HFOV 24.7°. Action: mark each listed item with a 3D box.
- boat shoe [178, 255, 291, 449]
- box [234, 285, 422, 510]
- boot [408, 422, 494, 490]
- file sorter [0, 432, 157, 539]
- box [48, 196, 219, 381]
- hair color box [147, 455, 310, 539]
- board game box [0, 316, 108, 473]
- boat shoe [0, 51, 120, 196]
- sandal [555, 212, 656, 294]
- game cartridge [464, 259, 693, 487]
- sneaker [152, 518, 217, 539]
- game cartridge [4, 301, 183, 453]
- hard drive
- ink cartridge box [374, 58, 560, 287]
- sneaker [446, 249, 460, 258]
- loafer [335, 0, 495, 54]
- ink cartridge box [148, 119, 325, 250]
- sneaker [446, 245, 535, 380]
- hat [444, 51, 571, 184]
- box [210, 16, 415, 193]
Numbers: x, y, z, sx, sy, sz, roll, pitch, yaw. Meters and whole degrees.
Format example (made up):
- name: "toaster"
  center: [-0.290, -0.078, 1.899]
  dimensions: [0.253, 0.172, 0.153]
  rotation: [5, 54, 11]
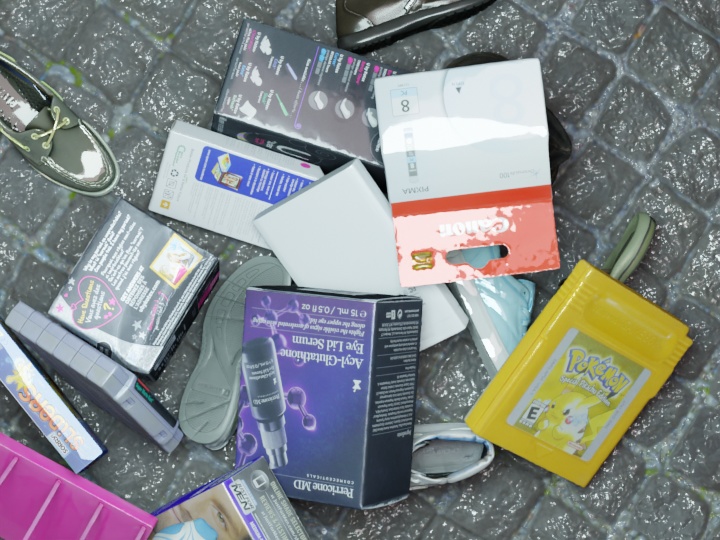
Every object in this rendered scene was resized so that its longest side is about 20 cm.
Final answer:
- name: "boat shoe"
  center: [-0.123, 0.083, 1.666]
  dimensions: [0.074, 0.065, 0.203]
  rotation: [16, 78, 15]
- name: "box"
  center: [-0.031, 0.119, 1.584]
  dimensions: [0.147, 0.104, 0.201]
  rotation: [4, 92, 28]
- name: "boot"
  center: [0.035, 0.187, 1.649]
  dimensions: [0.199, 0.096, 0.074]
  rotation: [-10, 86, -7]
- name: "file sorter"
  center: [-0.323, 0.268, 1.562]
  dimensions: [0.199, 0.139, 0.126]
  rotation: [29, 44, -3]
- name: "box"
  center: [-0.217, 0.023, 1.586]
  dimensions: [0.114, 0.200, 0.132]
  rotation: [31, 82, -1]
- name: "hair color box"
  center: [-0.140, 0.263, 1.576]
  dimensions: [0.065, 0.200, 0.110]
  rotation: [-28, 88, -46]
- name: "board game box"
  center: [-0.322, 0.109, 1.601]
  dimensions: [0.034, 0.135, 0.200]
  rotation: [-39, 89, -8]
- name: "boat shoe"
  center: [-0.328, -0.150, 1.659]
  dimensions: [0.202, 0.060, 0.072]
  rotation: [41, 83, -1]
- name: "sandal"
  center: [0.234, 0.018, 1.696]
  dimensions: [0.057, 0.080, 0.201]
  rotation: [35, 73, -7]
- name: "game cartridge"
  center: [0.222, 0.107, 1.638]
  dimensions: [0.176, 0.032, 0.200]
  rotation: [28, 103, -36]
- name: "sneaker"
  center: [-0.174, 0.287, 1.534]
  dimensions: [0.072, 0.200, 0.072]
  rotation: [-37, 80, -30]
- name: "game cartridge"
  center: [-0.246, 0.104, 1.559]
  dimensions: [0.129, 0.200, 0.038]
  rotation: [26, 74, 21]
- name: "hard drive"
  center: [0.000, 0.000, 1.640]
  dimensions: [0.132, 0.027, 0.200]
  rotation: [-27, 106, 29]
- name: "ink cartridge box"
  center: [0.102, -0.093, 1.569]
  dimensions: [0.159, 0.047, 0.201]
  rotation: [-7, 84, 3]
- name: "sneaker"
  center: [0.081, -0.104, 1.692]
  dimensions: [0.078, 0.077, 0.201]
  rotation: [35, 62, -32]
- name: "loafer"
  center: [0.063, -0.286, 1.703]
  dimensions: [0.199, 0.073, 0.072]
  rotation: [-20, 89, -7]
- name: "ink cartridge box"
  center: [-0.108, -0.076, 1.666]
  dimensions: [0.199, 0.037, 0.095]
  rotation: [19, 118, -2]
- name: "sneaker"
  center: [0.152, 0.049, 1.685]
  dimensions: [0.082, 0.074, 0.201]
  rotation: [-24, 89, -4]
- name: "hat"
  center: [0.158, -0.130, 1.651]
  dimensions: [0.200, 0.081, 0.202]
  rotation: [3, 86, -45]
- name: "box"
  center: [-0.042, -0.163, 1.658]
  dimensions: [0.199, 0.122, 0.107]
  rotation: [17, 82, -4]
